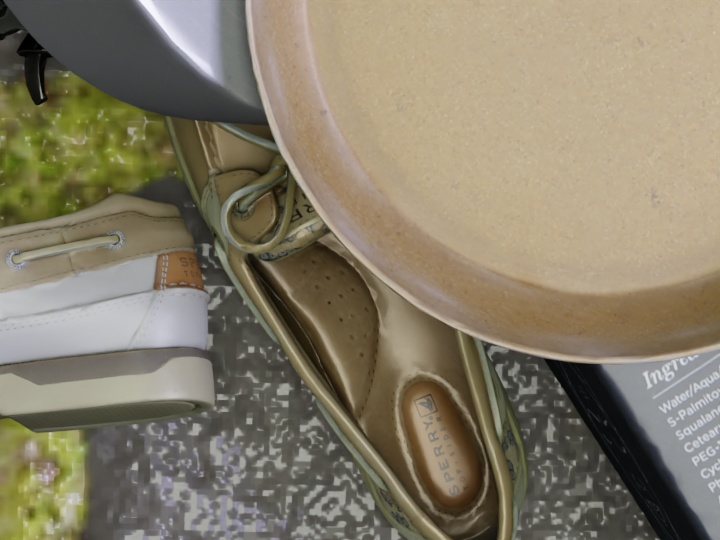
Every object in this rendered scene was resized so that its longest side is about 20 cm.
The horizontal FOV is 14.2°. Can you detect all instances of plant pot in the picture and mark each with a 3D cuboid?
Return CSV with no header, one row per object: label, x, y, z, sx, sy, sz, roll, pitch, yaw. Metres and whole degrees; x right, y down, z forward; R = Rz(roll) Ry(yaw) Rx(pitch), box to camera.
plant pot,0.068,-0.075,0.784,0.199,0.027,0.201,0,93,-3

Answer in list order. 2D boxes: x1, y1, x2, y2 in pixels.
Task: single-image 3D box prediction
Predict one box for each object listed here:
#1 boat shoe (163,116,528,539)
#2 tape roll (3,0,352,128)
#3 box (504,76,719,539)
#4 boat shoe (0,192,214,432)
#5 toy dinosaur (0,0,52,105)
boat shoe,0.000,0.000,0.913,0.073,0.063,0.200,-30,98,0
tape roll,-0.021,-0.141,0.823,0.200,0.066,0.201,-7,100,-41
box,0.130,0.038,0.884,0.107,0.148,0.200,-33,96,-2
boat shoe,-0.147,0.017,0.908,0.199,0.075,0.069,-3,80,-4
toy dinosaur,-0.115,-0.130,0.899,0.136,0.102,0.200,52,124,9
